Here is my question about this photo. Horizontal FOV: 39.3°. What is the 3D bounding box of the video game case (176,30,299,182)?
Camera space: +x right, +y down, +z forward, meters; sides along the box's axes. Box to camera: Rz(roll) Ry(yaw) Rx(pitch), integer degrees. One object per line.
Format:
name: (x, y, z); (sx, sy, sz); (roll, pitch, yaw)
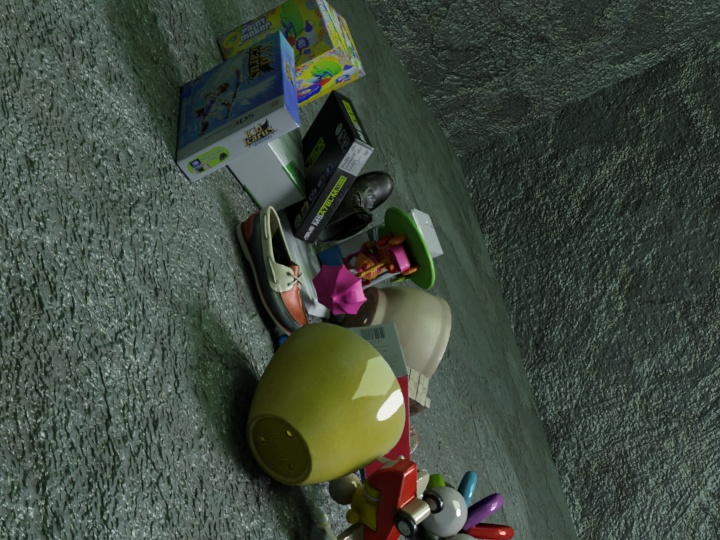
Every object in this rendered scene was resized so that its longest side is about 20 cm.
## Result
video game case: (-0.179, -0.241, 1.460); (0.046, 0.179, 0.202); (53, 20, -40)

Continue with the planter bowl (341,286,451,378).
planter bowl: (0.047, 0.111, 1.775); (0.134, 0.201, 0.201); (28, 31, -22)

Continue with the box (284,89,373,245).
box: (-0.064, -0.175, 1.693); (0.047, 0.201, 0.194); (21, 26, -29)

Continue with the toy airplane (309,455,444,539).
toy airplane: (0.010, 0.329, 1.339); (0.141, 0.199, 0.200); (41, -4, 19)

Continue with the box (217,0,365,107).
box: (-0.124, -0.393, 1.854); (0.124, 0.198, 0.192); (69, 15, 10)

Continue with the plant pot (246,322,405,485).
plant pot: (-0.062, 0.188, 1.271); (0.142, 0.198, 0.202); (-38, 106, -48)

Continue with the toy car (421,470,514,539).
toy car: (0.186, 0.439, 1.746); (0.175, 0.148, 0.202); (75, -6, -82)

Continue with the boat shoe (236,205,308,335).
boat shoe: (-0.120, 0.002, 1.500); (0.071, 0.062, 0.202); (11, 52, -65)

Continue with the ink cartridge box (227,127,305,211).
ink cartridge box: (-0.161, -0.218, 1.681); (0.147, 0.082, 0.202); (54, 20, -40)

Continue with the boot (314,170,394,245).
boot: (-0.008, -0.103, 1.765); (0.070, 0.198, 0.174); (63, -8, -17)

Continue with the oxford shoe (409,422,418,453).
oxford shoe: (0.014, 0.232, 1.704); (0.201, 0.070, 0.075); (57, -28, 0)

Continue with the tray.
tray: (-0.096, -0.017, 1.736); (0.202, 0.022, 0.107); (71, 14, 13)

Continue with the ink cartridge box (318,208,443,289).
ink cartridge box: (0.041, -0.032, 1.890); (0.085, 0.198, 0.145); (68, 15, 8)

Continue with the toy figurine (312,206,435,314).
toy figurine: (0.000, 0.000, 1.693); (0.152, 0.182, 0.200); (66, -17, -12)

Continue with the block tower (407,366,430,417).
block tower: (0.024, 0.169, 1.651); (0.199, 0.054, 0.058); (32, 51, -22)

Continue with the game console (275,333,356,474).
game console: (-0.064, 0.219, 1.497); (0.169, 0.118, 0.202); (16, 44, -31)

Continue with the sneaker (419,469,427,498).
sneaker: (0.062, 0.359, 1.608); (0.075, 0.081, 0.200); (64, 15, -10)

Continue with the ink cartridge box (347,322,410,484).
ink cartridge box: (0.030, 0.215, 1.532); (0.176, 0.083, 0.202); (-103, -172, -56)
